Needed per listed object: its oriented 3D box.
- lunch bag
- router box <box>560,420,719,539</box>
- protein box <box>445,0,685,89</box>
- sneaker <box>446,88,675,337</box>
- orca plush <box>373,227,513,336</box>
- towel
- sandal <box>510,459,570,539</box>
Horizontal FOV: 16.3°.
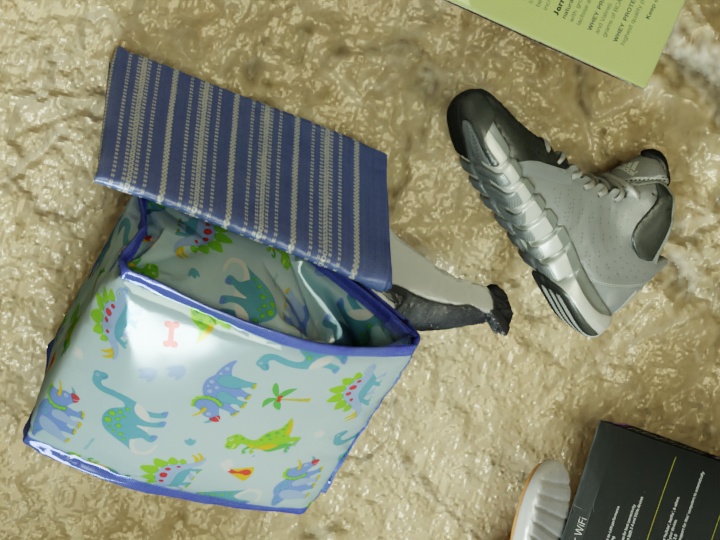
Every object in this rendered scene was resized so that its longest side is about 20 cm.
[{"bbox_3d":[-0.084,0.058,1.570,0.199,0.128,0.170,24,129,-11],"label":"lunch bag"},{"bbox_3d":[0.201,0.217,1.679,0.051,0.148,0.202,17,92,-62],"label":"router box"},{"bbox_3d":[0.113,-0.251,1.569,0.199,0.135,0.200,21,98,-19],"label":"protein box"},{"bbox_3d":[0.143,-0.063,1.664,0.115,0.075,0.201,-37,119,-8],"label":"sneaker"},{"bbox_3d":[0.000,0.000,1.655,0.199,0.071,0.106,13,55,-25],"label":"orca plush"},{"bbox_3d":[-0.070,-0.061,1.568,0.199,0.145,0.024,21,124,-16],"label":"towel"},{"bbox_3d":[0.098,0.216,1.716,0.079,0.059,0.208,-22,126,-54],"label":"sandal"}]
